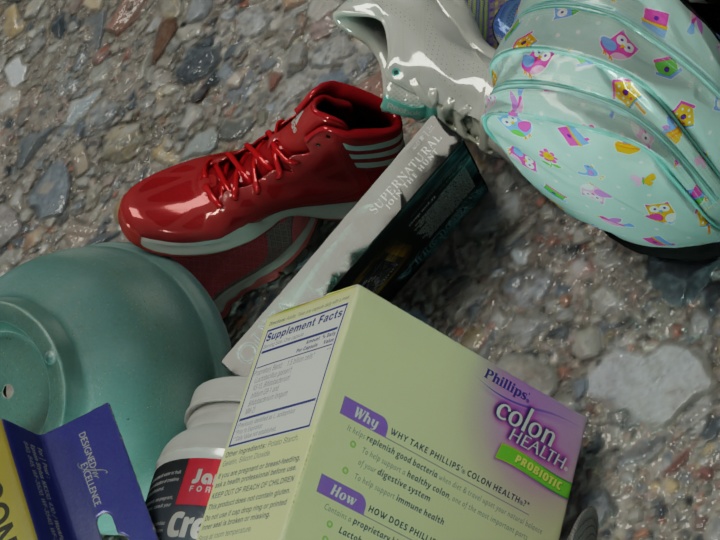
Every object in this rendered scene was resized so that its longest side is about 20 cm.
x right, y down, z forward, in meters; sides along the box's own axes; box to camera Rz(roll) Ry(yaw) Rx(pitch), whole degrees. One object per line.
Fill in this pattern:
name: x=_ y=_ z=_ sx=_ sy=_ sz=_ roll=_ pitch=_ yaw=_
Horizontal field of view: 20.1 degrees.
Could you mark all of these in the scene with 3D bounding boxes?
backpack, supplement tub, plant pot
backpack: x=0.161 y=-0.089 z=1.167 sx=0.166 sy=0.200 sz=0.127 roll=0 pitch=61 yaw=39
supplement tub: x=-0.069 y=0.179 z=1.206 sx=0.140 sy=0.140 sz=0.201 roll=-5 pitch=57 yaw=37
plant pot: x=-0.201 y=0.079 z=1.333 sx=0.200 sy=0.134 sz=0.201 roll=-1 pitch=88 yaw=30

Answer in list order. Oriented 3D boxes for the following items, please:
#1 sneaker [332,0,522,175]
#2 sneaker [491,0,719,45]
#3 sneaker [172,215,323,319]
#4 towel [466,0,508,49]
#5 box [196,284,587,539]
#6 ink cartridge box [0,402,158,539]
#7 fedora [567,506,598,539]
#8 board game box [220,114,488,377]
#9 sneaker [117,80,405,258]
sneaker: x=0.059 y=-0.114 z=1.319 sx=0.088 sy=0.075 sz=0.200 roll=-27 pitch=61 yaw=-25
sneaker: x=0.169 y=-0.160 z=1.283 sx=0.199 sy=0.089 sz=0.079 roll=7 pitch=63 yaw=35
sneaker: x=-0.104 y=-0.018 z=1.419 sx=0.200 sy=0.087 sz=0.074 roll=-47 pitch=43 yaw=1
towel: x=0.107 y=-0.190 z=1.419 sx=0.143 sy=0.023 sz=0.201 roll=-18 pitch=51 yaw=28
box: x=0.013 y=0.141 z=1.126 sx=0.097 sy=0.176 sz=0.201 roll=-19 pitch=48 yaw=53
ink cartridge box: x=-0.211 y=0.185 z=1.149 sx=0.200 sy=0.047 sz=0.198 roll=-30 pitch=52 yaw=4
fedora: x=0.121 y=0.229 z=1.023 sx=0.090 sy=0.177 sz=0.200 roll=21 pitch=70 yaw=16
board game box: x=0.000 y=0.000 z=1.290 sx=0.028 sy=0.135 sz=0.200 roll=41 pitch=88 yaw=15
sneaker: x=-0.065 y=-0.078 z=1.348 sx=0.199 sy=0.116 sz=0.079 roll=-15 pitch=59 yaw=-13
